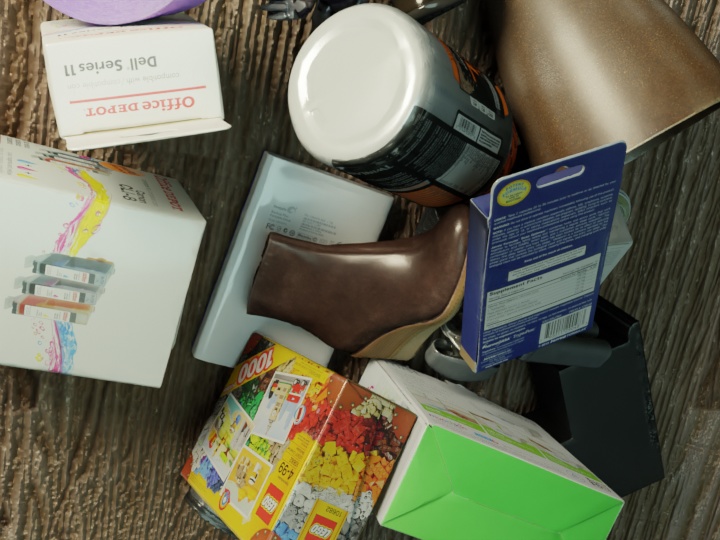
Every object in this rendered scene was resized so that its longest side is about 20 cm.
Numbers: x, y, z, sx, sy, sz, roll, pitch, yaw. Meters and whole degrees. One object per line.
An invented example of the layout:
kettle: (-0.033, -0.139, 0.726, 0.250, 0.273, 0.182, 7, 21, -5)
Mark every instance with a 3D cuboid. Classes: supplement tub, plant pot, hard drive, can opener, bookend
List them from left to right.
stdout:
hard drive: (-0.064, 0.003, 0.874, 0.131, 0.025, 0.201, 17, 102, -25)
supplement tub: (0.044, -0.119, 0.736, 0.200, 0.122, 0.123, 14, 106, -58)
can opener: (0.146, 0.072, 0.875, 0.199, 0.054, 0.067, 9, 130, -34)
bookend: (0.205, 0.160, 0.995, 0.199, 0.092, 0.200, -22, 114, -10)
plant pot: (0.195, -0.190, 0.812, 0.186, 0.187, 0.201, -28, 85, -9)

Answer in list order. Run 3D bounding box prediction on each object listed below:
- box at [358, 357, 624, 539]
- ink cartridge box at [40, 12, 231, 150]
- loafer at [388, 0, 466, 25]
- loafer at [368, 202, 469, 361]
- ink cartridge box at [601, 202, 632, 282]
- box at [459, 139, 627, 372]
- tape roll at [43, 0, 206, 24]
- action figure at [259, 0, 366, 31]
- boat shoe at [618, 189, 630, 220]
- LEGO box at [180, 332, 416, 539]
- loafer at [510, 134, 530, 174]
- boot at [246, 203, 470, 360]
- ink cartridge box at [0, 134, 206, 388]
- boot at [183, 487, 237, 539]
box: (0.097, 0.173, 0.827, 0.199, 0.176, 0.097, 24, 95, -19)
ink cartridge box: (-0.169, -0.146, 0.681, 0.116, 0.200, 0.068, -11, 113, -17)
loafer: (0.070, -0.267, 0.766, 0.071, 0.073, 0.200, 51, 48, -21)
loafer: (0.067, 0.008, 0.889, 0.063, 0.072, 0.201, -13, 140, -52)
ink cartridge box: (0.167, 0.008, 0.887, 0.108, 0.051, 0.200, -8, 155, -12)
box: (0.142, -0.013, 0.740, 0.120, 0.032, 0.201, -18, 135, -18)
tape roll: (-0.169, -0.277, 0.646, 0.199, 0.066, 0.201, 9, 114, 20)
action figure: (-0.020, -0.215, 0.751, 0.130, 0.069, 0.201, -35, 143, -22)
boat shoe: (0.190, -0.040, 0.931, 0.199, 0.062, 0.072, -13, 114, -15)
LEGO box: (-0.060, 0.150, 0.787, 0.077, 0.200, 0.150, 30, 82, -27)
loafer: (0.145, -0.099, 0.893, 0.199, 0.063, 0.072, -6, 112, -18)
boot: (0.000, 0.000, 0.795, 0.165, 0.073, 0.200, 19, 133, -11)
ink cartridge box: (-0.242, -0.013, 0.734, 0.199, 0.145, 0.146, 13, 104, -25)
boot: (-0.069, 0.207, 0.935, 0.199, 0.070, 0.132, 25, 93, -33)
